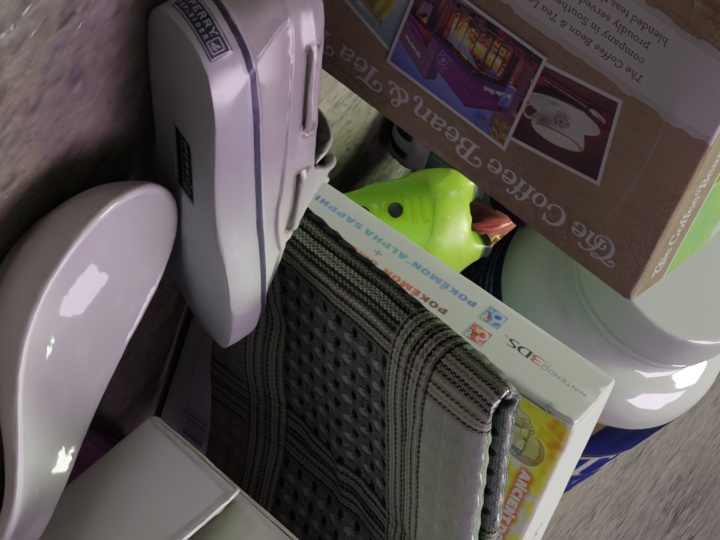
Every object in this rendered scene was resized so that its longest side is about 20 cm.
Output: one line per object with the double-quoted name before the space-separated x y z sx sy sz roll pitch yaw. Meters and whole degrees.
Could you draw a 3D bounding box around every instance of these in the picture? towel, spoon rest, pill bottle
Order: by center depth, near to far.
"spoon rest" -0.128 0.051 1.136 0.201 0.061 0.099 -56 164 13
"towel" -0.010 0.076 1.235 0.034 0.192 0.201 -24 137 -30
"pill bottle" 0.106 0.030 1.419 0.120 0.120 0.200 -41 179 -34

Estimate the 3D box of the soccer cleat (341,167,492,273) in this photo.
"soccer cleat" 0.000 0.000 1.393 0.080 0.068 0.200 -3 161 -15

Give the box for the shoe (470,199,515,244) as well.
"shoe" 0.114 -0.073 1.528 0.200 0.071 0.091 -40 165 -26

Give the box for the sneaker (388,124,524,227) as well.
"sneaker" 0.102 -0.091 1.430 0.200 0.087 0.075 -42 161 -33

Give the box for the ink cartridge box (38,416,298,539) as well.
"ink cartridge box" -0.071 0.169 1.197 0.128 0.125 0.201 -40 137 -15

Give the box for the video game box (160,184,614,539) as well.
"video game box" 0.003 0.072 1.321 0.047 0.182 0.201 -40 160 -42

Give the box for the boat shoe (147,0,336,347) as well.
"boat shoe" -0.043 -0.045 1.148 0.065 0.072 0.201 -25 146 -18

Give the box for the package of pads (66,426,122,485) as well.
"package of pads" -0.144 0.169 1.304 0.200 0.076 0.120 -54 163 0

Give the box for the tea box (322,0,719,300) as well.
"tea box" 0.098 -0.126 1.146 0.197 0.200 0.134 -36 157 -47
